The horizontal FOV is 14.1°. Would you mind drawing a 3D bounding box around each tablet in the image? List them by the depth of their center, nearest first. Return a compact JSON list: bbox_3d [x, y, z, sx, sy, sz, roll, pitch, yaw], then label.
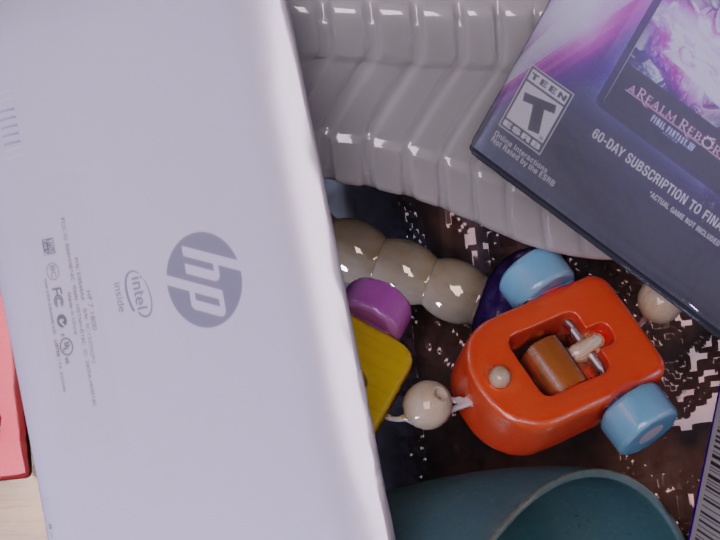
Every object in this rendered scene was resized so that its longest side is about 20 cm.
[{"bbox_3d":[-0.059,0.006,0.865,0.130,0.014,0.201,-12,90,36],"label":"tablet"}]

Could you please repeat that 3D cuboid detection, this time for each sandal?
[{"bbox_3d":[0.029,-0.059,0.898,0.202,0.050,0.083,12,119,-9],"label":"sandal"}]

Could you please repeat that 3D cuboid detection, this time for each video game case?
[{"bbox_3d":[0.129,-0.070,0.804,0.143,0.019,0.200,37,125,13],"label":"video game case"}]

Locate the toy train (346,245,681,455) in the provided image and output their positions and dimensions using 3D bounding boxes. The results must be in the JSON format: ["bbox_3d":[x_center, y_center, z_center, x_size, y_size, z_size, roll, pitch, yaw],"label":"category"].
[{"bbox_3d":[0.000,0.000,0.924,0.150,0.056,0.200,-28,69,-29],"label":"toy train"}]

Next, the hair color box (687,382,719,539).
[{"bbox_3d":[0.207,0.084,0.919,0.199,0.065,0.110,11,93,-8],"label":"hair color box"}]

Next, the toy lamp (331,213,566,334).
[{"bbox_3d":[-0.032,-0.019,0.978,0.199,0.058,0.058,19,94,6],"label":"toy lamp"}]

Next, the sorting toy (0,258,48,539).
[{"bbox_3d":[-0.183,0.089,0.930,0.199,0.070,0.200,-4,89,-6],"label":"sorting toy"}]

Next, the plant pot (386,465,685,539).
[{"bbox_3d":[0.009,0.156,0.924,0.134,0.200,0.201,5,92,34],"label":"plant pot"}]
